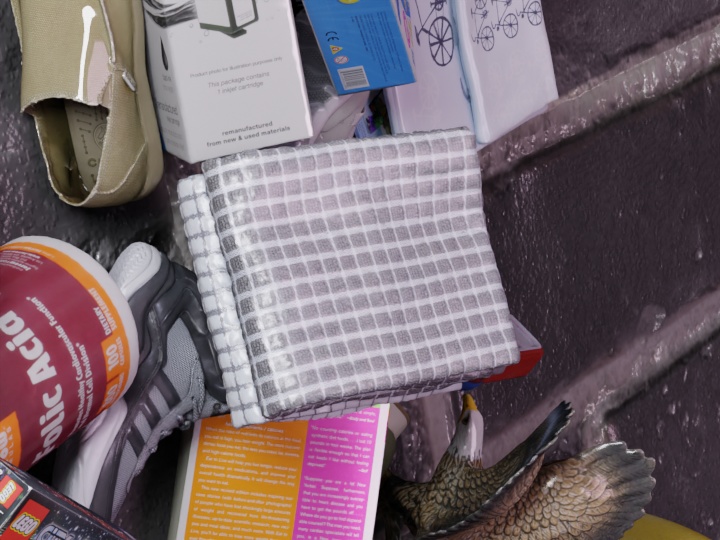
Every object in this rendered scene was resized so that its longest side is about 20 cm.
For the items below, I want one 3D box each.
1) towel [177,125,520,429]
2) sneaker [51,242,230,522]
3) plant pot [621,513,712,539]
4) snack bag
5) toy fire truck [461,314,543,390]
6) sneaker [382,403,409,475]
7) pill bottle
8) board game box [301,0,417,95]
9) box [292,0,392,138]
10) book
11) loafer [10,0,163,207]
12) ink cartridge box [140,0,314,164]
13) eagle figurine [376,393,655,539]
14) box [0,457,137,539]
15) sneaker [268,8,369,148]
[{"bbox_3d":[0.000,0.000,1.341,0.200,0.086,0.166,-10,80,-33],"label":"towel"},{"bbox_3d":[-0.118,0.089,1.342,0.114,0.075,0.200,17,76,-16],"label":"sneaker"},{"bbox_3d":[0.278,0.310,1.907,0.200,0.142,0.200,1,89,-56],"label":"plant pot"},{"bbox_3d":[0.074,-0.175,1.607,0.200,0.021,0.189,-33,120,-44],"label":"snack bag"},{"bbox_3d":[0.038,0.013,1.491,0.112,0.168,0.200,-50,164,14],"label":"toy fire truck"},{"bbox_3d":[-0.041,0.099,1.509,0.200,0.067,0.090,43,61,-42],"label":"sneaker"},{"bbox_3d":[-0.222,0.069,1.202,0.200,0.114,0.114,-39,120,-49],"label":"pill bottle"},{"bbox_3d":[-0.014,-0.247,1.391,0.200,0.056,0.196,68,16,-62],"label":"board game box"},{"bbox_3d":[0.005,-0.159,1.598,0.137,0.038,0.200,-45,125,-46],"label":"box"},{"bbox_3d":[-0.054,0.150,1.429,0.133,0.048,0.200,10,86,-13],"label":"book"},{"bbox_3d":[-0.170,-0.126,1.319,0.067,0.076,0.200,-47,126,-53],"label":"loafer"},{"bbox_3d":[-0.099,-0.178,1.355,0.084,0.146,0.200,-13,101,-13],"label":"ink cartridge box"},{"bbox_3d":[0.092,0.163,1.585,0.152,0.200,0.151,-40,122,-49],"label":"eagle figurine"},{"bbox_3d":[-0.195,0.186,1.204,0.137,0.038,0.200,-52,156,-5],"label":"box"},{"bbox_3d":[-0.037,-0.102,1.506,0.200,0.075,0.082,-57,154,-4],"label":"sneaker"}]
